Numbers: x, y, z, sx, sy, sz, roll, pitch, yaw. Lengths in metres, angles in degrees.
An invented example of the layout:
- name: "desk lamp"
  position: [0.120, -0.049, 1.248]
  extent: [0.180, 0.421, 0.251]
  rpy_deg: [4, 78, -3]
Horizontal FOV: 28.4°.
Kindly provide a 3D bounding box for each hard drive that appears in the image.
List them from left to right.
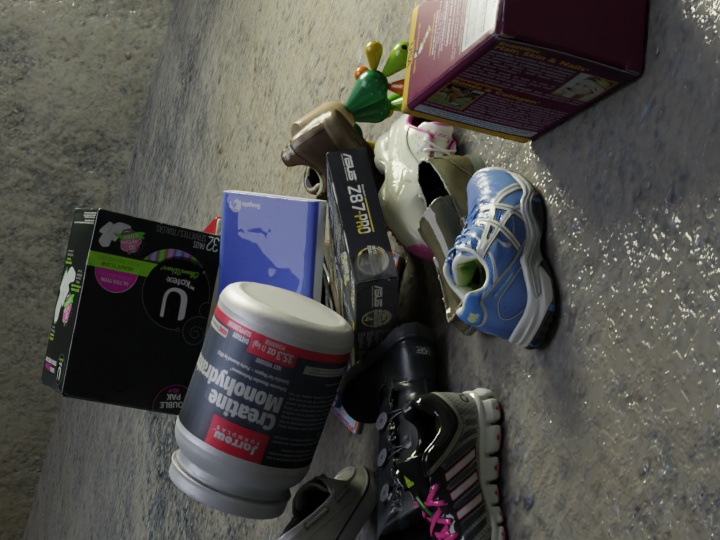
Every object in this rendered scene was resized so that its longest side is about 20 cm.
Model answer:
- name: "hard drive"
  position: [-0.097, 0.022, 1.492]
  extent: [0.131, 0.025, 0.202]
  rpy_deg: [8, 97, 38]

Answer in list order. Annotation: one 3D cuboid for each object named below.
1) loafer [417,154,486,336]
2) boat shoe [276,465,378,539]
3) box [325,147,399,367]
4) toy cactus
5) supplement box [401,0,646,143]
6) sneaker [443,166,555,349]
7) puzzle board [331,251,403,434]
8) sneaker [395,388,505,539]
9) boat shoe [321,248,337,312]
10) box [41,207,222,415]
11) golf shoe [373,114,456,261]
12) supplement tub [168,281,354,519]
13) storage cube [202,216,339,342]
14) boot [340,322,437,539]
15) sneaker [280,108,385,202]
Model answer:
- name: "loafer"
  position: [0.083, -0.027, 1.318]
  extent: [0.075, 0.069, 0.201]
  rpy_deg: [121, 154, -44]
- name: "boat shoe"
  position: [-0.036, 0.235, 1.401]
  extent: [0.072, 0.066, 0.200]
  rpy_deg: [-35, 8, 27]
- name: "box"
  position: [0.000, 0.000, 1.442]
  extent: [0.201, 0.049, 0.162]
  rpy_deg: [90, 171, -55]
- name: "toy cactus"
  position: [-0.004, -0.180, 1.536]
  extent: [0.103, 0.164, 0.200]
  rpy_deg: [61, 149, 7]
- name: "supplement box"
  position: [0.131, -0.192, 1.184]
  extent: [0.200, 0.130, 0.104]
  rpy_deg: [153, 127, -66]
- name: "sneaker"
  position: [0.112, -0.022, 1.219]
  extent: [0.201, 0.076, 0.076]
  rpy_deg: [-98, 25, -48]
- name: "puzzle board"
  position: [-0.005, 0.067, 1.604]
  extent: [0.151, 0.017, 0.202]
  rpy_deg: [-147, 69, -71]
- name: "sneaker"
  position: [0.069, 0.190, 1.198]
  extent: [0.074, 0.087, 0.202]
  rpy_deg: [134, 143, -58]
- name: "boat shoe"
  position: [-0.067, 0.009, 1.544]
  extent: [0.068, 0.071, 0.201]
  rpy_deg: [73, -179, -59]
- name: "box"
  position: [-0.251, 0.044, 1.556]
  extent: [0.124, 0.147, 0.202]
  rpy_deg: [-172, 95, -67]
- name: "golf shoe"
  position: [0.062, -0.097, 1.426]
  extent: [0.092, 0.075, 0.201]
  rpy_deg: [-56, 31, 36]
- name: "supplement tub"
  position: [-0.099, 0.125, 1.391]
  extent: [0.140, 0.139, 0.202]
  rpy_deg: [-136, 65, -69]
- name: "storage cube"
  position: [-0.126, 0.057, 1.673]
  extent: [0.180, 0.169, 0.202]
  rpy_deg: [144, 135, -62]
- name: "boot"
  position: [0.032, 0.176, 1.369]
  extent: [0.165, 0.065, 0.202]
  rpy_deg: [122, 148, -50]
- name: "sneaker"
  position: [-0.021, -0.103, 1.502]
  extent: [0.200, 0.075, 0.071]
  rpy_deg: [49, -164, -58]
